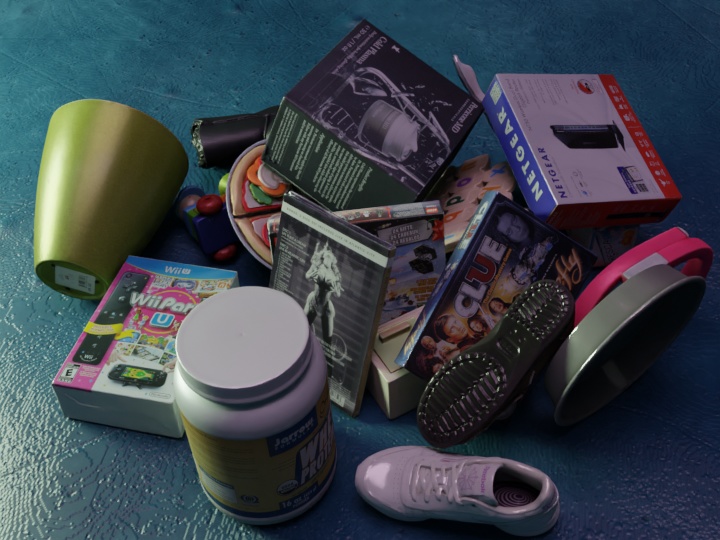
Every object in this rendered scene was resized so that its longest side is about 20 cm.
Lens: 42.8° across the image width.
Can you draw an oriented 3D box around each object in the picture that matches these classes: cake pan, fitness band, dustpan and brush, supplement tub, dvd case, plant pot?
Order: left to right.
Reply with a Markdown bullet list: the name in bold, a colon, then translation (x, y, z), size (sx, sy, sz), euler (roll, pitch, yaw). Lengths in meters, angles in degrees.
- **plant pot**: translation (-0.328, -0.074, 1.148), size (0.183, 0.188, 0.203), euler (4, 59, 9)
- **supplement tub**: translation (-0.099, 0.131, 0.879), size (0.142, 0.202, 0.146), euler (-2, 43, 2)
- **dvd case**: translation (-0.041, 0.036, 0.982), size (0.147, 0.203, 0.016), euler (29, 30, 31)
- **dustpan and brush**: translation (0.181, -0.194, 1.187), size (0.056, 0.203, 0.140), euler (-24, 10, 3)
- **cake pan**: translation (0.257, 0.071, 0.909), size (0.198, 0.202, 0.037), euler (-29, 59, -24)
- **fitness band**: translation (0.298, 0.031, 0.988), size (0.198, 0.145, 0.037), euler (-23, 52, -26)

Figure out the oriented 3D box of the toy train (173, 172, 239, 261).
- **toy train**: translation (-0.146, -0.100, 1.221), size (0.198, 0.086, 0.115), euler (-29, 35, -23)

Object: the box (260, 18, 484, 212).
- **box**: translation (0.017, -0.170, 1.140), size (0.195, 0.124, 0.201), euler (36, 52, 2)

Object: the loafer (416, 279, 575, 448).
- **loafer**: translation (0.140, 0.101, 0.895), size (0.200, 0.071, 0.073), euler (-44, 53, 7)

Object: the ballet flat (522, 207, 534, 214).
- **ballet flat**: translation (0.169, -0.035, 1.064), size (0.056, 0.200, 0.068), euler (14, 86, 5)

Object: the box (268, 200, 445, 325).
- **box**: translation (0.000, 0.000, 1.051), size (0.196, 0.139, 0.040), euler (-6, 28, -2)

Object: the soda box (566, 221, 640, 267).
- **soda box**: translation (0.289, -0.096, 1.177), size (0.062, 0.069, 0.202), euler (-5, 44, -7)

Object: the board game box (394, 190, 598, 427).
- **board game box**: translation (0.140, 0.040, 0.946), size (0.134, 0.202, 0.035), euler (29, -2, -14)

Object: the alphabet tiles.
- **alphabet tiles**: translation (0.108, -0.079, 1.154), size (0.193, 0.015, 0.201), euler (-17, 30, 28)

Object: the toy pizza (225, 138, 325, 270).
- **toy pizza**: translation (-0.072, -0.083, 1.151), size (0.197, 0.032, 0.204), euler (12, 62, -22)

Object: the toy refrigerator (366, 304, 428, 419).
- **toy refrigerator**: translation (0.097, 0.077, 1.015), size (0.197, 0.071, 0.076), euler (-23, 47, -18)

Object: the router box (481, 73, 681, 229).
- **router box**: translation (0.261, -0.145, 1.098), size (0.176, 0.049, 0.203), euler (-5, 58, -23)

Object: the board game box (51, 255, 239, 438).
- **board game box**: translation (-0.235, 0.081, 1.044), size (0.145, 0.065, 0.202), euler (7, 44, 12)

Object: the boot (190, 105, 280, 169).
- **boot**: translation (-0.144, -0.167, 1.283), size (0.165, 0.077, 0.201), euler (-15, 37, -16)

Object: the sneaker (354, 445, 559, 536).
- **sneaker**: translation (0.090, 0.196, 0.865), size (0.196, 0.100, 0.076), euler (4, 63, 10)
